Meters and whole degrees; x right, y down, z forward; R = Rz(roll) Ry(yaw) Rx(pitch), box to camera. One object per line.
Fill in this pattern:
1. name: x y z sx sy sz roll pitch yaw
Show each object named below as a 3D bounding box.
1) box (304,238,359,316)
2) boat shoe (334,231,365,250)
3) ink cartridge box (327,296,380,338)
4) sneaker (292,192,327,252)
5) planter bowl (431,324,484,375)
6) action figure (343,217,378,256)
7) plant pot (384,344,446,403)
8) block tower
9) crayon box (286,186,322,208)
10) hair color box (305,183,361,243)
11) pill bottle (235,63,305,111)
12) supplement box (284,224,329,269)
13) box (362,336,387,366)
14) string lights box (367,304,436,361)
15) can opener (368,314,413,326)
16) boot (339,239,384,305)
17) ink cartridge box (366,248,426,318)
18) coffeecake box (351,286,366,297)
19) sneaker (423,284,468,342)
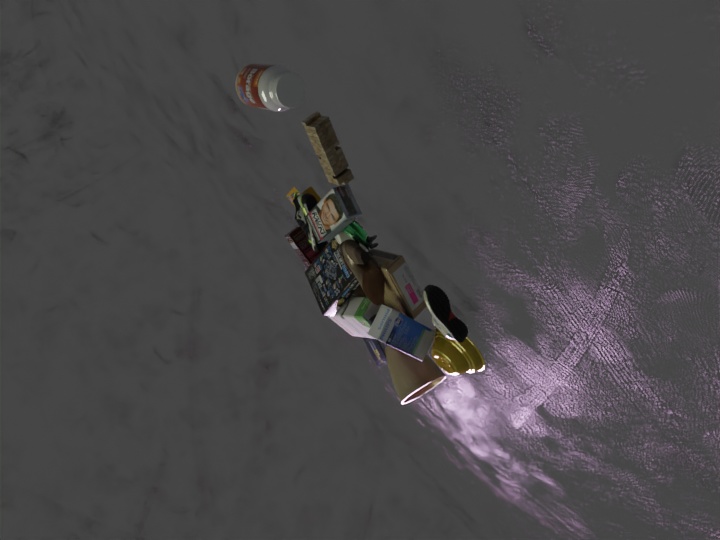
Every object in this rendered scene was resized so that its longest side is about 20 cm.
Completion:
1. box: -0.087 0.015 1.798 0.050 0.199 0.200 15 -143 -42
2. boat shoe: -0.056 -0.116 1.739 0.200 0.072 0.069 48 174 -1
3. ink cartridge box: 0.007 0.157 1.811 0.200 0.084 0.146 0 144 51
4. sneaker: -0.166 -0.158 1.749 0.083 0.072 0.200 1 111 38
5. planter bowl: 0.281 0.263 1.684 0.200 0.083 0.200 42 159 21
6. action figure: -0.027 -0.139 1.651 0.200 0.055 0.118 43 161 27
7. plant pot: 0.177 0.346 1.959 0.200 0.187 0.187 58 165 22
8. block tower: -0.084 -0.318 1.445 0.058 0.054 0.200 26 150 47
9. crayon box: -0.157 -0.200 1.821 0.200 0.052 0.126 51 160 -8
10. hair color box: -0.083 -0.165 1.607 0.200 0.061 0.099 -34 79 55
11. pill bottle: -0.230 -0.470 1.393 0.200 0.112 0.112 27 150 47
12. supplement box: -0.175 -0.081 1.996 0.200 0.109 0.061 56 160 -15
13. box: 0.048 0.238 2.048 0.200 0.051 0.158 -99 -14 -56
14. string lights box: 0.128 0.190 1.642 0.200 0.103 0.059 30 174 -34
15. can opener: 0.108 0.151 1.719 0.066 0.200 0.053 49 122 26
16. boot: 0.000 0.000 1.628 0.146 0.070 0.200 20 129 63
17. ink cartridge box: 0.099 0.038 1.675 0.165 0.075 0.200 17 142 54
18. coffeecake box: 0.007 0.101 1.897 0.153 0.073 0.200 17 154 22
19. sneaker: 0.226 0.127 1.570 0.200 0.070 0.093 53 154 -18
